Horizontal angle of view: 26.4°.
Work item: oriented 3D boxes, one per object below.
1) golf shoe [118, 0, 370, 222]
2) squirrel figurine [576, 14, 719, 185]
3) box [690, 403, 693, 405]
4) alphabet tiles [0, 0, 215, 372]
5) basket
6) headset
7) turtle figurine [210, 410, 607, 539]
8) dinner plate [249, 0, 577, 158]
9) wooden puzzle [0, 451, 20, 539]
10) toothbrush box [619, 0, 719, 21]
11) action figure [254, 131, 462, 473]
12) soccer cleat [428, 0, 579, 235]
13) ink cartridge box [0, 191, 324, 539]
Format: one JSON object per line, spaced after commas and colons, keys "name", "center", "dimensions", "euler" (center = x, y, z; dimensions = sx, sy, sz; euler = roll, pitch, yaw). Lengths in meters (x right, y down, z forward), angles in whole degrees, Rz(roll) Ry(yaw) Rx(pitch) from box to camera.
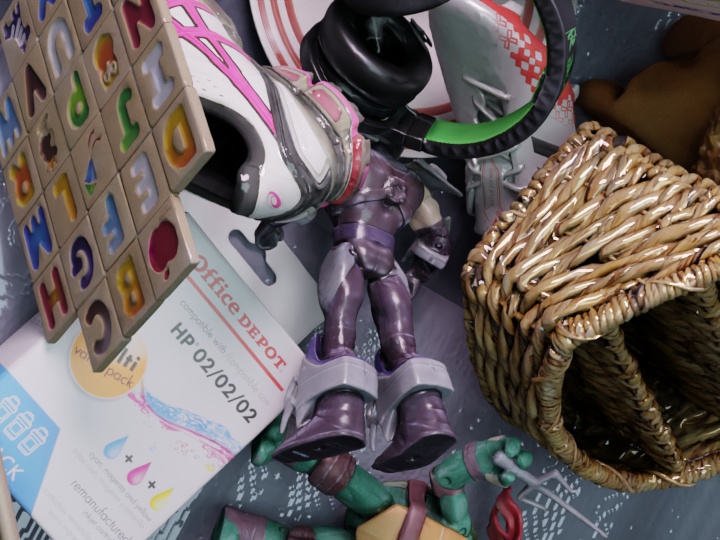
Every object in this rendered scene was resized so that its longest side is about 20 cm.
{"name": "golf shoe", "center": [-0.092, -0.090, 0.738], "dimensions": [0.092, 0.200, 0.073], "euler": [-21, 136, -50]}
{"name": "squirrel figurine", "center": [0.246, -0.116, 0.851], "dimensions": [0.141, 0.200, 0.187], "euler": [41, 91, -11]}
{"name": "box", "center": [0.299, 0.042, 0.965], "dimensions": [0.160, 0.044, 0.201], "euler": [36, 81, -19]}
{"name": "alphabet tiles", "center": [-0.127, -0.064, 0.714], "dimensions": [0.006, 0.166, 0.201], "euler": [0, 60, -39]}
{"name": "basket", "center": [0.156, 0.047, 0.814], "dimensions": [0.143, 0.149, 0.200], "euler": [-48, 143, -12]}
{"name": "headset", "center": [0.014, -0.138, 0.772], "dimensions": [0.199, 0.094, 0.124], "euler": [24, 128, 5]}
{"name": "turtle figurine", "center": [0.024, 0.153, 0.841], "dimensions": [0.199, 0.101, 0.151], "euler": [22, 79, -7]}
{"name": "dinner plate", "center": [0.030, -0.164, 0.861], "dimensions": [0.199, 0.024, 0.202], "euler": [-1, 94, -21]}
{"name": "wooden puzzle", "center": [-0.268, 0.092, 0.721], "dimensions": [0.199, 0.037, 0.186], "euler": [-10, 98, 4]}
{"name": "toothbrush box", "center": [0.180, -0.228, 0.743], "dimensions": [0.086, 0.145, 0.201], "euler": [7, 101, -48]}
{"name": "action figure", "center": [0.000, 0.000, 0.795], "dimensions": [0.130, 0.069, 0.201], "euler": [17, 60, -30]}
{"name": "soccer cleat", "center": [0.083, -0.064, 0.838], "dimensions": [0.085, 0.068, 0.200], "euler": [-53, 133, -22]}
{"name": "ink cartridge box", "center": [-0.106, 0.048, 0.801], "dimensions": [0.200, 0.068, 0.115], "euler": [-43, 107, -13]}
